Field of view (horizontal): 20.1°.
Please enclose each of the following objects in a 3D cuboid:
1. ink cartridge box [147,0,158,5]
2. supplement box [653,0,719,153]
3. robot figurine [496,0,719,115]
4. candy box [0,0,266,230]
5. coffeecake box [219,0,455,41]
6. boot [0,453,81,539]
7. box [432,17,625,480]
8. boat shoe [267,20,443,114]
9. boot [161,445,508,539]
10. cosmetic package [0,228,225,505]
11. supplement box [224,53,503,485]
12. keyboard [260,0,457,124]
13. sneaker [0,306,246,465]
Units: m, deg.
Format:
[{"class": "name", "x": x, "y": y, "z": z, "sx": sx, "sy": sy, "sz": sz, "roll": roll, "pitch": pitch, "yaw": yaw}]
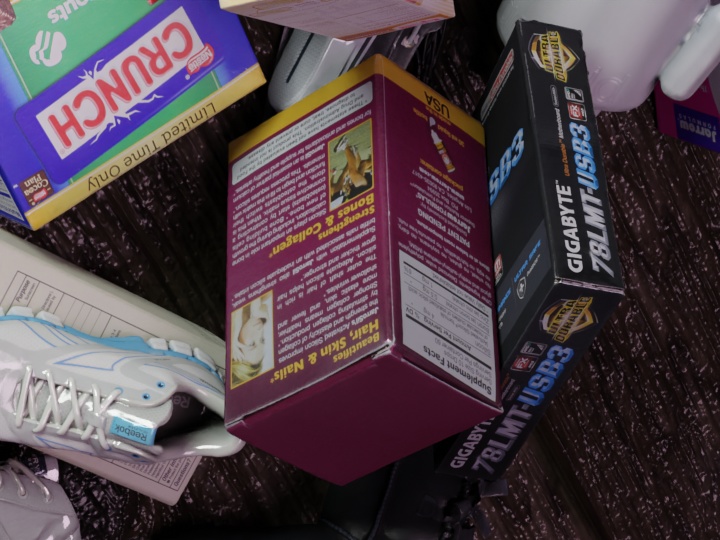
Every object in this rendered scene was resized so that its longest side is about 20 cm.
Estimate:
[{"class": "ink cartridge box", "x": -0.090, "y": -0.260, "z": 1.082, "sx": 0.044, "sy": 0.176, "sz": 0.201, "roll": -8, "pitch": 109, "yaw": 19}, {"class": "supplement box", "x": 0.257, "y": -0.189, "z": 1.365, "sx": 0.103, "sy": 0.101, "sz": 0.201, "roll": -24, "pitch": 117, "yaw": -24}, {"class": "robot figurine", "x": 0.161, "y": -0.181, "z": 1.275, "sx": 0.113, "sy": 0.169, "sz": 0.201, "roll": -35, "pitch": 159, "yaw": -56}, {"class": "candy box", "x": -0.169, "y": -0.151, "z": 1.127, "sx": 0.169, "sy": 0.077, "sz": 0.201, "roll": -36, "pitch": 123, "yaw": -20}, {"class": "coffeecake box", "x": -0.019, "y": -0.212, "z": 1.088, "sx": 0.200, "sy": 0.072, "sz": 0.155, "roll": -6, "pitch": 86, "yaw": -72}, {"class": "boot", "x": -0.224, "y": 0.123, "z": 1.186, "sx": 0.095, "sy": 0.074, "sz": 0.201, "roll": -28, "pitch": 128, "yaw": -12}, {"class": "box", "x": 0.089, "y": -0.010, "z": 1.216, "sx": 0.049, "sy": 0.200, "sz": 0.200, "roll": 8, "pitch": 141, "yaw": -16}, {"class": "boat shoe", "x": 0.019, "y": -0.170, "z": 1.231, "sx": 0.071, "sy": 0.072, "sz": 0.201, "roll": 25, "pitch": 104, "yaw": -36}, {"class": "boot", "x": -0.016, "y": 0.155, "z": 1.309, "sx": 0.074, "sy": 0.197, "sz": 0.163, "roll": 78, "pitch": 30, "yaw": -56}, {"class": "cosmetic package", "x": -0.175, "y": 0.051, "z": 1.194, "sx": 0.199, "sy": 0.071, "sz": 0.106, "roll": 30, "pitch": 90, "yaw": -35}, {"class": "supplement box", "x": 0.000, "y": 0.000, "z": 1.170, "sx": 0.103, "sy": 0.130, "sz": 0.201, "roll": 31, "pitch": 46, "yaw": -39}, {"class": "keyboard", "x": 0.009, "y": -0.149, "z": 1.274, "sx": 0.126, "sy": 0.021, "sz": 0.202, "roll": 8, "pitch": 103, "yaw": -33}, {"class": "sneaker", "x": -0.148, "y": 0.070, "z": 1.122, "sx": 0.199, "sy": 0.087, "sz": 0.076, "roll": 5, "pitch": 105, "yaw": -32}]
